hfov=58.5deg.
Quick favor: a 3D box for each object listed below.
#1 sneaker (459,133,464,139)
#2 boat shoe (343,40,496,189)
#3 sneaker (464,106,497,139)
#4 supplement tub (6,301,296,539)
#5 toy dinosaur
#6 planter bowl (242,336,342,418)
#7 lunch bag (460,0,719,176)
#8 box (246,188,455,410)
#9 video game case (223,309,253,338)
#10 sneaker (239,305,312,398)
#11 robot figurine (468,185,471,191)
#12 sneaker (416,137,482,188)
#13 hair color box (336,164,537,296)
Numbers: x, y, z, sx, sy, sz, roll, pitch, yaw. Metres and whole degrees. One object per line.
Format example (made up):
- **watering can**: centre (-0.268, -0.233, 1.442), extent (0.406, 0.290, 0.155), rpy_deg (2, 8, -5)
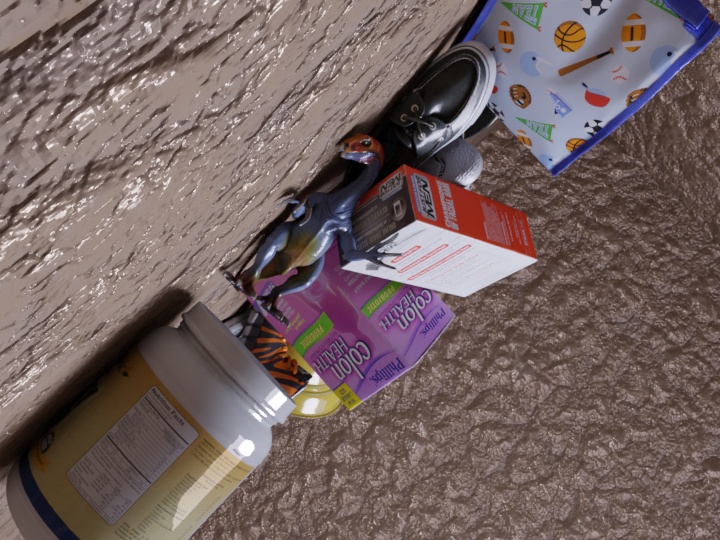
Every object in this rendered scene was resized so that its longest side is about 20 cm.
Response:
- **sneaker**: centre (0.075, -0.154, 0.793), extent (0.092, 0.077, 0.200), rpy_deg (-66, -172, -26)
- **boat shoe**: centre (0.054, -0.137, 0.632), extent (0.200, 0.069, 0.057), rpy_deg (-45, 178, 37)
- **sneaker**: centre (0.204, -0.273, 0.898), extent (0.120, 0.084, 0.200), rpy_deg (-30, 166, -45)
- **supplement tub**: centre (-0.162, 0.139, 0.526), extent (0.200, 0.144, 0.144), rpy_deg (-45, 178, -11)
- **toy dinosaur**: centre (-0.052, -0.049, 0.610), extent (0.183, 0.105, 0.199), rpy_deg (-55, -145, -9)
- **planter bowl**: centre (-0.094, 0.118, 0.971), extent (0.084, 0.199, 0.200), rpy_deg (-60, 172, 25)
- **lunch bag**: centre (0.198, -0.214, 0.584), extent (0.124, 0.170, 0.200), rpy_deg (-47, 178, -19)
- **box**: centre (-0.019, 0.042, 0.772), extent (0.097, 0.200, 0.176), rpy_deg (-43, 178, -36)
- **video game case**: centre (-0.233, 0.141, 0.863), extent (0.200, 0.023, 0.182), rpy_deg (-46, 179, 10)
- **sneaker**: centre (-0.106, 0.103, 0.879), extent (0.078, 0.110, 0.203), rpy_deg (82, 32, -81)
- **robot figurine**: centre (0.118, -0.122, 1.162), extent (0.124, 0.152, 0.200), rpy_deg (-36, -178, -26)
- **sneaker**: centre (0.079, -0.083, 0.739), extent (0.198, 0.114, 0.077), rpy_deg (-15, -123, 46)
- **hair color box**: centre (0.082, -0.033, 0.675), extent (0.198, 0.065, 0.110), rpy_deg (12, 149, -42)
